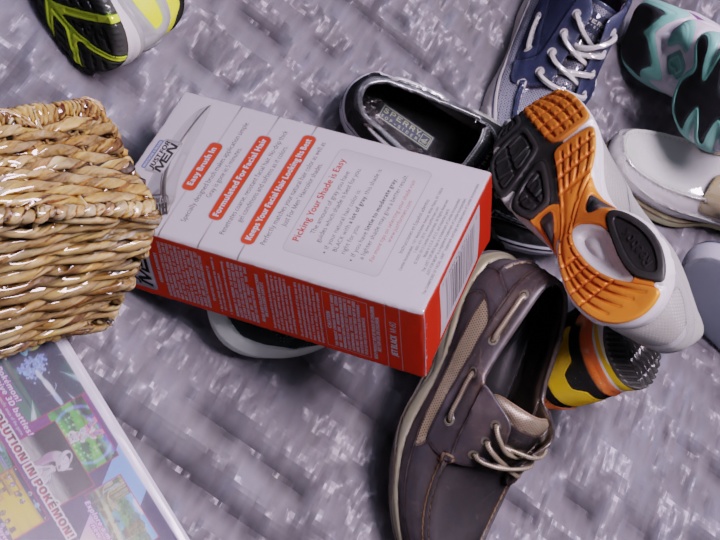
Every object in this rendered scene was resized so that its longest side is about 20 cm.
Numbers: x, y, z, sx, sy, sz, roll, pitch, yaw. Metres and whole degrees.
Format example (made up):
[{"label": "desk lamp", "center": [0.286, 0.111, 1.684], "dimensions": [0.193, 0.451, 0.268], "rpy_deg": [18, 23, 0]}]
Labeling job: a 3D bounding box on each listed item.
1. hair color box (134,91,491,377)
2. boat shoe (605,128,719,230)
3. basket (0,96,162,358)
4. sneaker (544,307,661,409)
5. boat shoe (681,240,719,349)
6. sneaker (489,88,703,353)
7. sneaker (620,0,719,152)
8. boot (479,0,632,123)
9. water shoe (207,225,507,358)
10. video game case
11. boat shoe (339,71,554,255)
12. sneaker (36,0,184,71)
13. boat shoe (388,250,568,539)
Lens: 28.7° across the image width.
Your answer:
[{"label": "hair color box", "center": [-0.035, -0.024, 0.809], "dimensions": [0.198, 0.064, 0.111], "rpy_deg": [17, 54, 16]}, {"label": "boat shoe", "center": [0.275, -0.068, 1.065], "dimensions": [0.198, 0.068, 0.075], "rpy_deg": [16, 60, -22]}, {"label": "basket", "center": [-0.220, -0.041, 0.705], "dimensions": [0.199, 0.143, 0.150], "rpy_deg": [-15, 65, -32]}, {"label": "sneaker", "center": [0.161, 0.039, 0.949], "dimensions": [0.070, 0.089, 0.200], "rpy_deg": [64, 27, -4]}, {"label": "boat shoe", "center": [0.319, 0.031, 1.038], "dimensions": [0.201, 0.074, 0.086], "rpy_deg": [39, 52, -13]}, {"label": "sneaker", "center": [0.144, -0.025, 0.858], "dimensions": [0.092, 0.075, 0.201], "rpy_deg": [40, 23, -43]}, {"label": "sneaker", "center": [0.295, -0.140, 1.059], "dimensions": [0.139, 0.078, 0.201], "rpy_deg": [10, 31, -20]}, {"label": "boot", "center": [0.144, -0.151, 1.016], "dimensions": [0.072, 0.090, 0.201], "rpy_deg": [24, 57, -18]}, {"label": "water shoe", "center": [0.000, 0.000, 0.866], "dimensions": [0.199, 0.079, 0.072], "rpy_deg": [-11, 72, -33]}, {"label": "video game case", "center": [-0.196, 0.129, 0.726], "dimensions": [0.182, 0.023, 0.201], "rpy_deg": [-28, 82, -36]}, {"label": "boat shoe", "center": [0.079, -0.072, 0.939], "dimensions": [0.199, 0.068, 0.074], "rpy_deg": [35, 86, -10]}, {"label": "sneaker", "center": [-0.185, -0.221, 0.880], "dimensions": [0.076, 0.075, 0.201], "rpy_deg": [-31, 95, -44]}, {"label": "boat shoe", "center": [0.072, 0.088, 0.830], "dimensions": [0.074, 0.073, 0.202], "rpy_deg": [14, 87, -37]}]
